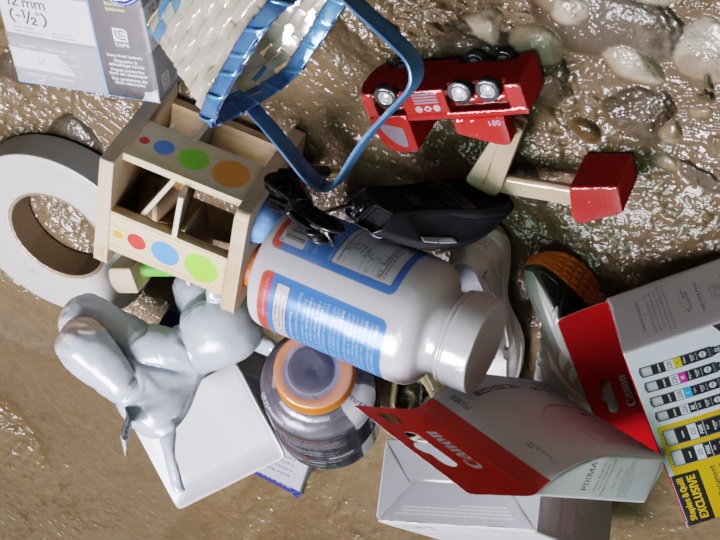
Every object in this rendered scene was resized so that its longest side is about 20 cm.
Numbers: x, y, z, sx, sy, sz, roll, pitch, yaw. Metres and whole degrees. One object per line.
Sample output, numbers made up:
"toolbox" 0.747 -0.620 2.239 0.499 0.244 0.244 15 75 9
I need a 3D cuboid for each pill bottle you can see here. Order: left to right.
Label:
"pill bottle" -0.036 0.115 1.477 0.106 0.106 0.200 22 165 9
"pill bottle" 0.015 0.029 1.341 0.200 0.112 0.112 23 137 20

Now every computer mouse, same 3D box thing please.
"computer mouse" 0.018 -0.050 1.331 0.140 0.200 0.046 39 130 52

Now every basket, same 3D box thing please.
"basket" -0.054 -0.175 1.238 0.200 0.139 0.176 51 139 7

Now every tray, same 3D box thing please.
"tray" -0.152 0.167 1.624 0.200 0.022 0.108 -31 86 45

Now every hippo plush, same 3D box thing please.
"hippo plush" -0.179 0.061 1.500 0.161 0.200 0.159 -40 124 9

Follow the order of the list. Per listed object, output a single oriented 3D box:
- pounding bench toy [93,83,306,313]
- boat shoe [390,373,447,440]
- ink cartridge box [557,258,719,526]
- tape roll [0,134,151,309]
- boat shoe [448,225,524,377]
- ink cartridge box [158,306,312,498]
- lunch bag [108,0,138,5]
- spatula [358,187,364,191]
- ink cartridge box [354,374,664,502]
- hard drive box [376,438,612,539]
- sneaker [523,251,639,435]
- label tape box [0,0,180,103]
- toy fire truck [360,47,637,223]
"pounding bench toy" -0.140 -0.038 1.433 0.156 0.124 0.200 22 137 8
"boat shoe" 0.054 0.135 1.523 0.072 0.076 0.200 6 134 21
"ink cartridge box" 0.276 0.105 1.321 0.175 0.084 0.200 -20 122 10
"tape roll" -0.291 -0.043 1.576 0.202 0.037 0.203 16 136 16
"boat shoe" 0.100 0.048 1.422 0.071 0.069 0.200 8 132 23
"ink cartridge box" -0.135 0.152 1.669 0.199 0.041 0.200 25 137 6
"lunch bag" -0.176 -0.311 1.199 0.161 0.082 0.200 37 119 -3
"spatula" 0.000 0.000 1.466 0.056 0.021 0.200 9 132 5
"ink cartridge box" 0.121 0.131 1.296 0.200 0.057 0.162 15 -168 -40
"hard drive box" 0.129 0.213 1.481 0.156 0.077 0.200 0 164 27
"sneaker" 0.178 0.071 1.402 0.092 0.076 0.200 -8 123 41
"label tape box" -0.233 -0.245 1.336 0.143 0.066 0.200 11 135 19
"toy fire truck" 0.110 -0.106 1.289 0.200 0.049 0.141 -1 129 29
